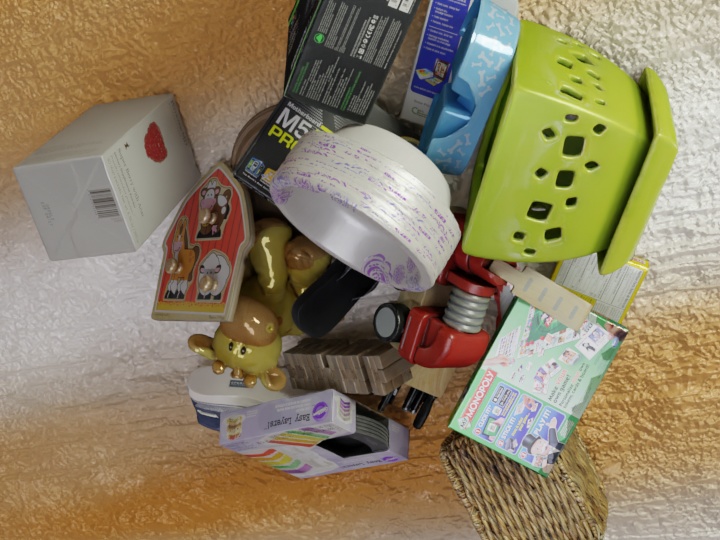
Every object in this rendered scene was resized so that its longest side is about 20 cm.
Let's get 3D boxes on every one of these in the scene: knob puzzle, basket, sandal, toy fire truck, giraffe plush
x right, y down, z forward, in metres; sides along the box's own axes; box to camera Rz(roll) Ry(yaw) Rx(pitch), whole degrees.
[{"bbox_3d":[-0.196,-0.039,1.294,0.030,0.221,0.220,18,131,-38],"label":"knob puzzle"},{"bbox_3d":[0.212,0.260,1.363,0.148,0.143,0.201,-27,98,22],"label":"basket"},{"bbox_3d":[0.000,0.001,1.272,0.076,0.043,0.201,42,80,-33],"label":"sandal"},{"bbox_3d":[0.136,0.038,1.183,0.200,0.128,0.177,33,112,46],"label":"toy fire truck"},{"bbox_3d":[-0.128,0.055,1.309,0.171,0.162,0.201,4,131,30],"label":"giraffe plush"}]

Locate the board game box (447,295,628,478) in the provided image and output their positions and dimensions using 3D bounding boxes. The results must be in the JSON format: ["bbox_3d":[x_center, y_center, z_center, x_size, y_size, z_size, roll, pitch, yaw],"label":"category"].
[{"bbox_3d":[0.206,0.125,1.240,0.134,0.029,0.201,27,100,0],"label":"board game box"}]

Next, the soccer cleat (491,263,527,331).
[{"bbox_3d":[0.199,0.051,1.277,0.085,0.069,0.202,6,105,19],"label":"soccer cleat"}]

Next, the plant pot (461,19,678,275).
[{"bbox_3d":[0.221,-0.122,1.114,0.180,0.199,0.201,15,124,0],"label":"plant pot"}]

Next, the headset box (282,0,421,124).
[{"bbox_3d":[-0.006,-0.281,1.083,0.092,0.201,0.175,18,124,-14],"label":"headset box"}]

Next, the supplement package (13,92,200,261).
[{"bbox_3d":[-0.292,-0.115,1.251,0.119,0.200,0.122,-6,118,19],"label":"supplement package"}]

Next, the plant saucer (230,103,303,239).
[{"bbox_3d":[-0.068,-0.109,1.296,0.198,0.030,0.201,7,122,11],"label":"plant saucer"}]

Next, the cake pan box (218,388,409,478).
[{"bbox_3d":[-0.057,0.220,1.410,0.199,0.053,0.184,-15,150,30],"label":"cake pan box"}]

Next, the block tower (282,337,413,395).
[{"bbox_3d":[-0.019,0.121,1.346,0.199,0.058,0.054,-3,107,50],"label":"block tower"}]

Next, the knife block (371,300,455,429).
[{"bbox_3d":[0.100,0.117,1.362,0.199,0.064,0.176,-17,115,23],"label":"knife block"}]

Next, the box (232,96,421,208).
[{"bbox_3d":[-0.023,-0.120,1.219,0.199,0.044,0.161,35,87,-6],"label":"box"}]

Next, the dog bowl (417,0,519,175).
[{"bbox_3d":[0.112,-0.188,1.111,0.049,0.112,0.201,17,124,-5],"label":"dog bowl"}]

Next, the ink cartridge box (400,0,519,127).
[{"bbox_3d":[0.112,-0.245,1.159,0.094,0.037,0.201,20,125,9],"label":"ink cartridge box"}]

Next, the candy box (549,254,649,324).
[{"bbox_3d":[0.268,0.055,1.301,0.102,0.026,0.201,21,123,3],"label":"candy box"}]

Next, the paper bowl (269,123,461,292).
[{"bbox_3d":[0.014,-0.073,1.100,0.200,0.105,0.201,31,164,10],"label":"paper bowl"}]

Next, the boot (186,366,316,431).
[{"bbox_3d":[-0.140,0.187,1.475,0.198,0.073,0.091,8,137,12],"label":"boot"}]
